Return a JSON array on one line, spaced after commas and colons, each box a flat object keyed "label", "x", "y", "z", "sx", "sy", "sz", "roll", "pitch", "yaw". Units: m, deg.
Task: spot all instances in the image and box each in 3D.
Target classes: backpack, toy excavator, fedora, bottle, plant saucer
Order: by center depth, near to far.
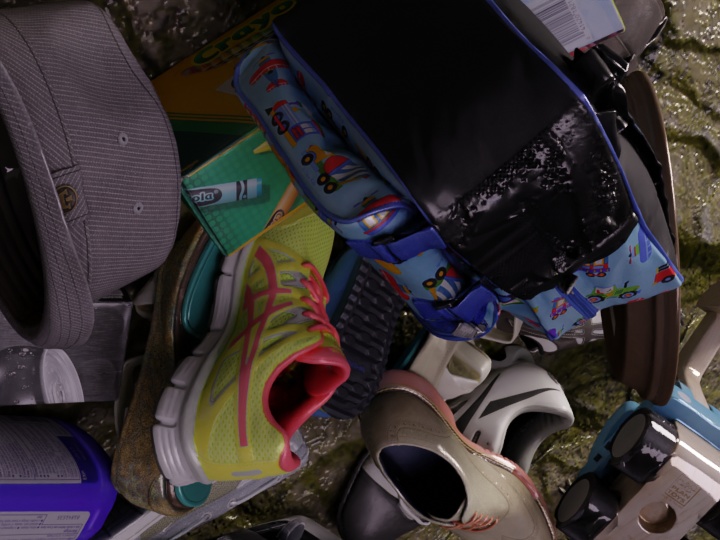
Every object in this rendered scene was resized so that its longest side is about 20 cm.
[{"label": "backpack", "x": 0.059, "y": -0.047, "z": 0.574, "sx": 0.135, "sy": 0.183, "sz": 0.200, "roll": -40, "pitch": 140, "yaw": 6}, {"label": "fedora", "x": -0.151, "y": -0.063, "z": 0.597, "sx": 0.090, "sy": 0.177, "sz": 0.200, "roll": -23, "pitch": 104, "yaw": -28}, {"label": "bottle", "x": -0.229, "y": 0.116, "z": 0.669, "sx": 0.200, "sy": 0.084, "sz": 0.065, "roll": 15, "pitch": 107, "yaw": -56}, {"label": "plant saucer", "x": 0.161, "y": -0.018, "z": 0.722, "sx": 0.029, "sy": 0.200, "sz": 0.200, "roll": -5, "pitch": 121, "yaw": 5}, {"label": "toy excavator", "x": 0.233, "y": 0.111, "z": 0.895, "sx": 0.100, "sy": 0.200, "sz": 0.195, "roll": 34, "pitch": 111, "yaw": -6}]

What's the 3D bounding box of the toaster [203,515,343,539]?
[{"label": "toaster", "x": -0.086, "y": 0.269, "z": 0.803, "sx": 0.181, "sy": 0.119, "sz": 0.200, "roll": 3, "pitch": 117, "yaw": -59}]

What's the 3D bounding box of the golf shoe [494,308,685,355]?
[{"label": "golf shoe", "x": 0.162, "y": 0.020, "z": 0.883, "sx": 0.094, "sy": 0.078, "sz": 0.200, "roll": -35, "pitch": 148, "yaw": 33}]

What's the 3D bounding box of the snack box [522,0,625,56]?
[{"label": "snack box", "x": 0.070, "y": -0.228, "z": 0.644, "sx": 0.053, "sy": 0.142, "sz": 0.200, "roll": -25, "pitch": 129, "yaw": 15}]

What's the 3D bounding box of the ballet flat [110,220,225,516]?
[{"label": "ballet flat", "x": -0.112, "y": 0.045, "z": 0.728, "sx": 0.071, "sy": 0.071, "sz": 0.200, "roll": 17, "pitch": 77, "yaw": -34}]

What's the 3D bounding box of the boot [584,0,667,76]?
[{"label": "boot", "x": 0.116, "y": -0.134, "z": 0.758, "sx": 0.200, "sy": 0.069, "sz": 0.174, "roll": 21, "pitch": 96, "yaw": -54}]

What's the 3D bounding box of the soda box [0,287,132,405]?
[{"label": "soda box", "x": -0.234, "y": 0.034, "z": 0.669, "sx": 0.200, "sy": 0.063, "sz": 0.071, "roll": 0, "pitch": 115, "yaw": -28}]

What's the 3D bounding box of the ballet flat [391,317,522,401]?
[{"label": "ballet flat", "x": 0.068, "y": 0.043, "z": 0.806, "sx": 0.069, "sy": 0.070, "sz": 0.200, "roll": 2, "pitch": 131, "yaw": -30}]

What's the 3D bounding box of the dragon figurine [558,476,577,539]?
[{"label": "dragon figurine", "x": 0.216, "y": 0.229, "z": 0.997, "sx": 0.059, "sy": 0.099, "sz": 0.200, "roll": -19, "pitch": 123, "yaw": -18}]

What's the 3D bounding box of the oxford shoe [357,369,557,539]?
[{"label": "oxford shoe", "x": 0.065, "y": 0.155, "z": 0.808, "sx": 0.071, "sy": 0.074, "sz": 0.200, "roll": -36, "pitch": 117, "yaw": 22}]

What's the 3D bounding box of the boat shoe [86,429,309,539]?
[{"label": "boat shoe", "x": -0.125, "y": 0.151, "z": 0.787, "sx": 0.202, "sy": 0.074, "sz": 0.065, "roll": -33, "pitch": 122, "yaw": -18}]

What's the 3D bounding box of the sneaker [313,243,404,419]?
[{"label": "sneaker", "x": 0.000, "y": 0.000, "z": 0.786, "sx": 0.066, "sy": 0.078, "sz": 0.200, "roll": 35, "pitch": 76, "yaw": -36}]

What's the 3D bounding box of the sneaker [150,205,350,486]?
[{"label": "sneaker", "x": -0.041, "y": 0.041, "z": 0.694, "sx": 0.078, "sy": 0.090, "sz": 0.200, "roll": 63, "pitch": 37, "yaw": -46}]

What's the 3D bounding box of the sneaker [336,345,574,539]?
[{"label": "sneaker", "x": 0.070, "y": 0.145, "z": 0.881, "sx": 0.200, "sy": 0.089, "sz": 0.074, "roll": -43, "pitch": 129, "yaw": 0}]

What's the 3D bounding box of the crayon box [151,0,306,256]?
[{"label": "crayon box", "x": -0.026, "y": -0.105, "z": 0.673, "sx": 0.200, "sy": 0.119, "sz": 0.058, "roll": -35, "pitch": 127, "yaw": -9}]
